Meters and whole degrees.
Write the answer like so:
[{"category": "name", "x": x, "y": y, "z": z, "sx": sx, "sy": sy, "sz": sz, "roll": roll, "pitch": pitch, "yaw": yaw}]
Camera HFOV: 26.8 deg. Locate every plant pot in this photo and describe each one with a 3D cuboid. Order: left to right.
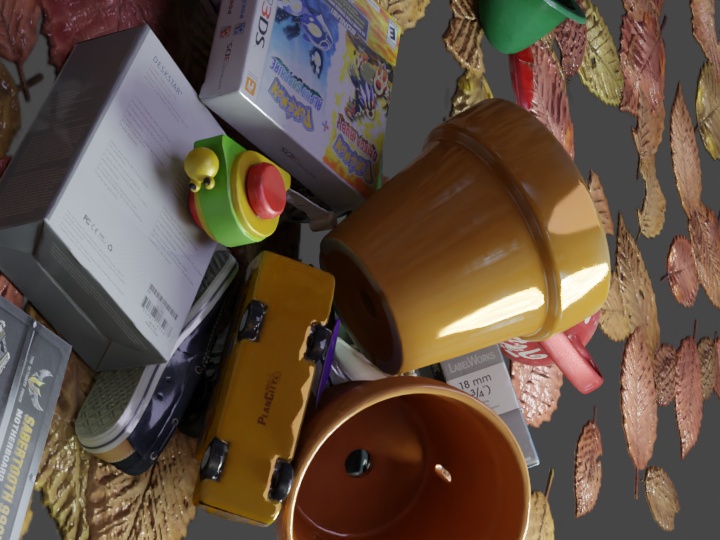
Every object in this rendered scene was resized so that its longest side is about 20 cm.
[{"category": "plant pot", "x": 0.017, "y": 0.170, "z": 1.188, "sx": 0.197, "sy": 0.140, "sz": 0.203, "roll": -4, "pitch": 103, "yaw": -17}, {"category": "plant pot", "x": 0.072, "y": -0.012, "z": 1.236, "sx": 0.182, "sy": 0.200, "sz": 0.202, "roll": -28, "pitch": 110, "yaw": -19}]

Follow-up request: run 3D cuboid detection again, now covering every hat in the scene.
[{"category": "hat", "x": 0.155, "y": -0.277, "z": 1.776, "sx": 0.201, "sy": 0.176, "sz": 0.165, "roll": 51, "pitch": 24, "yaw": 25}]

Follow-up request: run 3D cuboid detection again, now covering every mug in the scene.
[{"category": "mug", "x": 0.186, "y": 0.028, "z": 1.561, "sx": 0.135, "sy": 0.176, "sz": 0.200, "roll": -62, "pitch": 158, "yaw": -2}]

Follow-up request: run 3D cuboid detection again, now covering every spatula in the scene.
[{"category": "spatula", "x": -0.035, "y": 0.041, "z": 1.217, "sx": 0.200, "sy": 0.020, "sz": 0.057, "roll": -108, "pitch": -152, "yaw": -63}]

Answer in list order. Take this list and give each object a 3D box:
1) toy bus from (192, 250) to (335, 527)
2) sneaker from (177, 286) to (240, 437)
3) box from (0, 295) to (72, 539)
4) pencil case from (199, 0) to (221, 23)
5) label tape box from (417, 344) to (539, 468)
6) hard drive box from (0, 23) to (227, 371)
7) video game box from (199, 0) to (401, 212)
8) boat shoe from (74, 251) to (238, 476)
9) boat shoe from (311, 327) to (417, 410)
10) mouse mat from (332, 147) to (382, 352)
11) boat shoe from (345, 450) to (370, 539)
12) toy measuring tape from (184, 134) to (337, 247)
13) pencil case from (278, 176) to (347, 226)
[{"category": "toy bus", "x": -0.075, "y": 0.089, "z": 1.132, "sx": 0.064, "sy": 0.078, "sz": 0.202, "roll": 20, "pitch": 68, "yaw": -15}, {"category": "sneaker", "x": -0.086, "y": 0.081, "z": 1.243, "sx": 0.091, "sy": 0.066, "sz": 0.201, "roll": 61, "pitch": 34, "yaw": -25}, {"category": "box", "x": -0.272, "y": 0.102, "z": 0.951, "sx": 0.158, "sy": 0.048, "sz": 0.202, "roll": 44, "pitch": 48, "yaw": -46}, {"category": "pencil case", "x": -0.149, "y": -0.277, "z": 1.221, "sx": 0.200, "sy": 0.083, "sz": 0.086, "roll": 40, "pitch": 73, "yaw": -46}, {"category": "label tape box", "x": 0.095, "y": 0.096, "z": 1.401, "sx": 0.144, "sy": 0.063, "sz": 0.202, "roll": 109, "pitch": -37, "yaw": -79}, {"category": "hard drive box", "x": -0.177, "y": -0.053, "z": 1.117, "sx": 0.156, "sy": 0.076, "sz": 0.201, "roll": 55, "pitch": 40, "yaw": -36}, {"category": "video game box", "x": -0.043, "y": -0.174, "z": 1.247, "sx": 0.200, "sy": 0.046, "sz": 0.184, "roll": 37, "pitch": 57, "yaw": -48}, {"category": "boat shoe", "x": -0.146, "y": 0.068, "z": 1.145, "sx": 0.062, "sy": 0.074, "sz": 0.201, "roll": 55, "pitch": 46, "yaw": -34}, {"category": "boat shoe", "x": 0.028, "y": 0.109, "z": 1.292, "sx": 0.202, "sy": 0.085, "sz": 0.075, "roll": 52, "pitch": 26, "yaw": -35}, {"category": "mouse mat", "x": 0.000, "y": 0.000, "z": 1.379, "sx": 0.201, "sy": 0.007, "sz": 0.162, "roll": 85, "pitch": 19, "yaw": -49}, {"category": "boat shoe", "x": -0.026, "y": 0.185, "z": 1.311, "sx": 0.066, "sy": 0.074, "sz": 0.201, "roll": 51, "pitch": 42, "yaw": -36}, {"category": "toy measuring tape", "x": -0.074, "y": -0.042, "z": 1.151, "sx": 0.200, "sy": 0.073, "sz": 0.075, "roll": 33, "pitch": 56, "yaw": -57}, {"category": "pencil case", "x": -0.043, "y": -0.141, "z": 1.358, "sx": 0.078, "sy": 0.088, "sz": 0.203, "roll": 145, "pitch": -57, "yaw": -77}]
